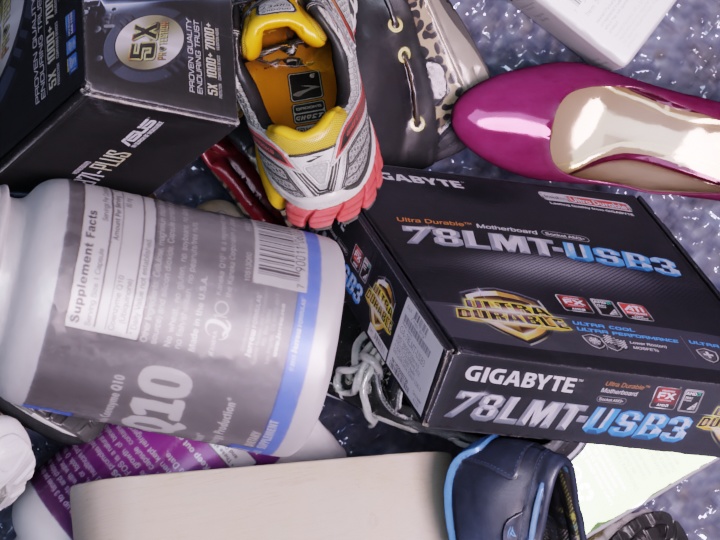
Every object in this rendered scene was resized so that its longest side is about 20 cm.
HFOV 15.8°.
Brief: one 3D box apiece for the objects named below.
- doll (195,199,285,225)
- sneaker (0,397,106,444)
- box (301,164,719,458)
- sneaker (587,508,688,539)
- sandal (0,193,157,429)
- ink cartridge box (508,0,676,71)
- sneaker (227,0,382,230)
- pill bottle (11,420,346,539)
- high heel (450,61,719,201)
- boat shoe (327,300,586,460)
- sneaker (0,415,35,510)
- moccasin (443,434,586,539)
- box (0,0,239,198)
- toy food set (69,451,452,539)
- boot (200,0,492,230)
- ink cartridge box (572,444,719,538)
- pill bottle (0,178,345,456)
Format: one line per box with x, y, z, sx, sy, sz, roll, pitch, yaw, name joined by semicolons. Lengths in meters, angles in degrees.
0.000;0.000;1.422;0.199;0.048;0.137;14;82;-3;doll
-0.217;0.029;1.345;0.200;0.088;0.076;38;47;2;sneaker
0.091;0.017;1.310;0.199;0.199;0.050;7;119;-25;box
0.089;0.194;1.391;0.200;0.079;0.074;-27;99;-32;sneaker
-0.161;0.044;1.396;0.055;0.082;0.200;29;91;-25;sandal
0.094;-0.214;1.414;0.200;0.068;0.115;38;87;-6;ink cartridge box
-0.034;-0.124;1.299;0.078;0.082;0.200;-18;62;-1;sneaker
-0.114;0.127;1.383;0.200;0.112;0.112;-42;95;-3;pill bottle
0.152;-0.071;1.386;0.199;0.096;0.068;1;102;-21;high heel
0.022;0.051;1.342;0.199;0.068;0.074;28;96;18;boat shoe
-0.248;0.097;1.343;0.078;0.200;0.100;-14;83;-49;sneaker
0.092;0.180;1.290;0.080;0.068;0.200;-40;120;-45;moccasin
-0.141;-0.139;1.307;0.086;0.164;0.201;10;65;-31;box
-0.042;0.171;1.312;0.199;0.060;0.144;-5;81;-6;toy food set
-0.030;-0.122;1.388;0.150;0.073;0.200;-36;102;-20;boot
0.113;0.108;1.408;0.200;0.104;0.059;-31;93;-4;ink cartridge box
-0.117;0.019;1.265;0.199;0.114;0.114;12;91;-11;pill bottle
